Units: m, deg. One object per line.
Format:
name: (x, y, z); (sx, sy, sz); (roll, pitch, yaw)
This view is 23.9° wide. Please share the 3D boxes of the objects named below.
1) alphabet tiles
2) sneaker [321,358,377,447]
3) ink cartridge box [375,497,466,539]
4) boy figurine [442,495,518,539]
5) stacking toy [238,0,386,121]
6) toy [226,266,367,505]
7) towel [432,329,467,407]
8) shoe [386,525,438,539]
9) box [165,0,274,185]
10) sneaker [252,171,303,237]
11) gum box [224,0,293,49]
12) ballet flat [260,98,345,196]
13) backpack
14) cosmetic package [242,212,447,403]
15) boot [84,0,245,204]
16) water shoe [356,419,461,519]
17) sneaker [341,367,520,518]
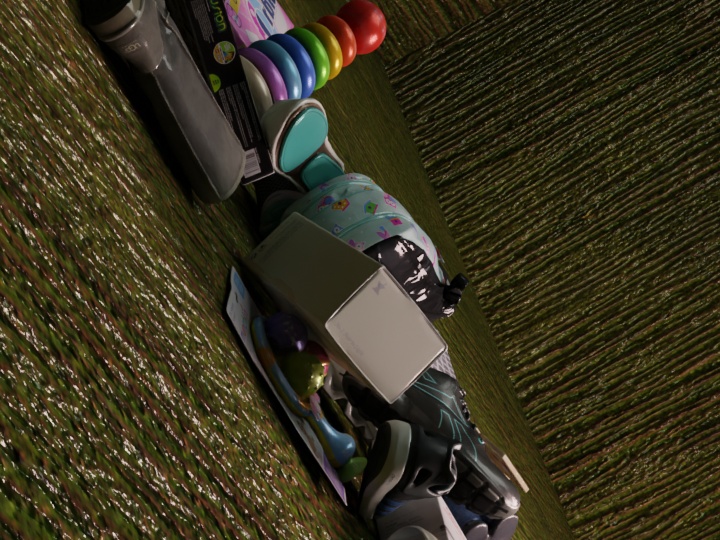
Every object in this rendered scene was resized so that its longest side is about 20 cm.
alphabet tiles: (0.097, 0.154, 1.722); (0.166, 0.006, 0.200); (40, -7, 26)
sneaker: (0.034, 0.129, 1.622); (0.201, 0.088, 0.074); (53, 3, -22)
ink cartridge box: (0.072, 0.287, 1.577); (0.116, 0.066, 0.201); (60, 8, -31)
boy figurine: (0.071, 0.205, 1.725); (0.200, 0.123, 0.065); (47, -45, 37)
stacking toy: (-0.054, -0.210, 1.681); (0.085, 0.199, 0.086); (32, -40, 32)
toy: (-0.048, 0.090, 1.454); (0.115, 0.047, 0.201); (-98, 162, -72)
towel: (0.047, 0.090, 1.978); (0.166, 0.085, 0.201); (58, 10, -36)
shoe: (0.043, 0.265, 1.428); (0.200, 0.069, 0.054); (-91, 163, -67)
box: (-0.135, -0.189, 1.550); (0.110, 0.034, 0.202); (-133, -156, -61)
sneaker: (-0.058, -0.054, 1.766); (0.092, 0.077, 0.200); (64, 5, 30)
gum box: (-0.130, -0.249, 1.778); (0.114, 0.066, 0.201); (55, 18, -26)
ballet flat: (-0.063, -0.122, 1.605); (0.200, 0.069, 0.070); (60, 7, -70)
backpack: (0.000, 0.000, 1.681); (0.127, 0.166, 0.200); (50, -4, 29)
cosmetic package: (-0.017, 0.028, 1.475); (0.104, 0.073, 0.200); (51, -8, -26)
boot: (-0.161, -0.181, 1.455); (0.200, 0.072, 0.183); (51, 27, -37)
water shoe: (0.043, 0.183, 1.489); (0.200, 0.078, 0.072); (107, -5, -75)
sneaker: (0.077, 0.140, 1.548); (0.200, 0.079, 0.075); (44, -30, 4)
